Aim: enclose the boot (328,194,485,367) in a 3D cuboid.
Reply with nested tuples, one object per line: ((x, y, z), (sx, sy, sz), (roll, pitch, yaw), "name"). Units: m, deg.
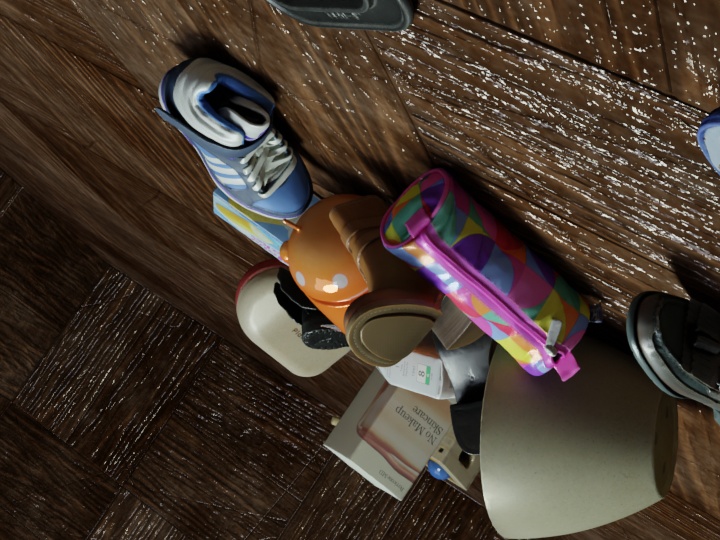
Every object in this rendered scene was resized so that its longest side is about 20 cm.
((0.021, -0.004, 1.092), (0.198, 0.077, 0.156), (-7, -126, -49), "boot")

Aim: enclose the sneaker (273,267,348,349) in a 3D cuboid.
((-0.017, 0.055, 1.694), (0.196, 0.105, 0.060), (5, 138, -13), "sneaker")

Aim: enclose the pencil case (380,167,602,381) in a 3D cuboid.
((0.108, 0.004, 1.044), (0.199, 0.089, 0.088), (39, 169, -21), "pencil case")

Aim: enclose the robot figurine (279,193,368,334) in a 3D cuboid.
((-0.002, 0.000, 1.269), (0.144, 0.116, 0.200), (56, -175, 39), "robot figurine")

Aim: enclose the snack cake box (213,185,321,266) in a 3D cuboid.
((-0.068, -0.044, 1.417), (0.199, 0.068, 0.115), (35, 169, 0), "snack cake box")

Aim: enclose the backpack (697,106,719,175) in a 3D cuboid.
((0.216, -0.024, 0.439), (0.190, 0.155, 0.200), (39, 178, 45), "backpack")

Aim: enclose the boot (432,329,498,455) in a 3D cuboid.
((0.146, 0.080, 1.240), (0.068, 0.191, 0.199), (-15, 173, 27), "boot")

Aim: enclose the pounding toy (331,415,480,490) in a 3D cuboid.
((0.089, 0.256, 2.025), (0.183, 0.143, 0.200), (28, 168, 30), "pounding toy")

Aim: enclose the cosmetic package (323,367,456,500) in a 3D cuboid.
((0.058, 0.177, 1.619), (0.103, 0.201, 0.087), (38, 170, -24), "cosmetic package")

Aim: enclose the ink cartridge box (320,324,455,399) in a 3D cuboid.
((0.074, 0.095, 1.385), (0.159, 0.051, 0.198), (0, -174, -42), "ink cartridge box")

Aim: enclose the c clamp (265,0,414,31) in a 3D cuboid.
((-0.046, -0.205, 0.784), (0.170, 0.027, 0.199), (36, 169, -29), "c clamp")

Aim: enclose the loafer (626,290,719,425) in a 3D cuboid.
((0.268, 0.069, 0.913), (0.062, 0.073, 0.199), (-8, 147, 45), "loafer")

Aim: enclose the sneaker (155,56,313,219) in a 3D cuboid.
((-0.101, -0.115, 1.174), (0.200, 0.081, 0.146), (46, 170, -22), "sneaker")

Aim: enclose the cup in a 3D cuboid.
((0.207, 0.148, 1.144), (0.141, 0.203, 0.200), (2, 154, 27), "cup")

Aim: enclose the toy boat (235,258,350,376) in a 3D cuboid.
((-0.100, 0.053, 1.871), (0.200, 0.130, 0.131), (43, -164, -37), "toy boat")
